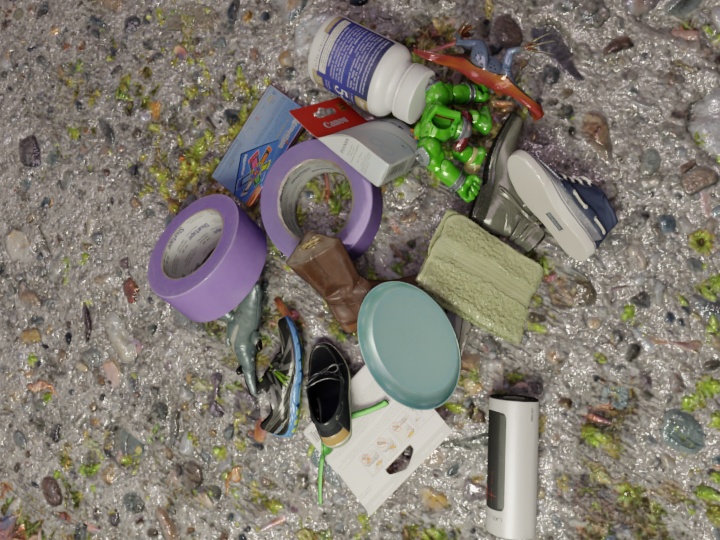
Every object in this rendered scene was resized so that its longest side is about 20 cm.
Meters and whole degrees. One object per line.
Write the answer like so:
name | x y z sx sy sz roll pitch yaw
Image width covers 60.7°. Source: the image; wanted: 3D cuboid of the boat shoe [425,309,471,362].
boat shoe | 0.153 0.059 0.993 0.069 0.070 0.205 -1 65 30

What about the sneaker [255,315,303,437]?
sneaker | -0.138 0.180 1.050 0.080 0.071 0.207 5 89 -2

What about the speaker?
speaker | 0.235 0.300 0.948 0.079 0.081 0.207 2 86 14

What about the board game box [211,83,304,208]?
board game box | -0.181 -0.227 1.124 0.102 0.019 0.202 36 95 15

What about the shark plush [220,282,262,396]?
shark plush | -0.200 0.118 1.058 0.082 0.089 0.207 9 93 43

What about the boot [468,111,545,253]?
boot | 0.260 -0.140 0.995 0.127 0.068 0.206 18 90 2

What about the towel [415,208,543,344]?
towel | 0.187 0.010 0.950 0.197 0.036 0.151 30 70 -12

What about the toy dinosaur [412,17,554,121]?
toy dinosaur | 0.209 -0.301 0.979 0.195 0.105 0.185 -24 64 4

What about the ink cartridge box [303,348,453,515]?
ink cartridge box | 0.029 0.263 1.019 0.200 0.045 0.177 -46 76 7

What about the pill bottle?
pill bottle | 0.020 -0.330 1.026 0.197 0.119 0.122 32 93 17

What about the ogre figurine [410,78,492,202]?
ogre figurine | 0.148 -0.224 0.982 0.117 0.098 0.206 17 91 -21

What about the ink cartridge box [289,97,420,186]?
ink cartridge box | 0.003 -0.231 1.007 0.199 0.159 0.048 41 128 12

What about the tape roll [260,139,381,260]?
tape roll | -0.065 -0.111 1.045 0.194 0.085 0.207 -1 86 14

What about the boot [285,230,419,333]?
boot | 0.000 0.000 0.974 0.183 0.202 0.065 -27 37 11

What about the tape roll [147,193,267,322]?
tape roll | -0.260 -0.023 1.046 0.195 0.085 0.205 -18 51 24

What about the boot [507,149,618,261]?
boot | 0.311 -0.119 0.945 0.090 0.072 0.201 -42 102 -17

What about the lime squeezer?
lime squeezer | -0.037 0.277 1.002 0.070 0.038 0.203 32 93 -15

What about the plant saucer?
plant saucer | 0.076 0.112 0.941 0.196 0.027 0.206 16 115 38

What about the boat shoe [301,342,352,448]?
boat shoe | -0.055 0.187 0.992 0.073 0.063 0.203 -23 40 9
